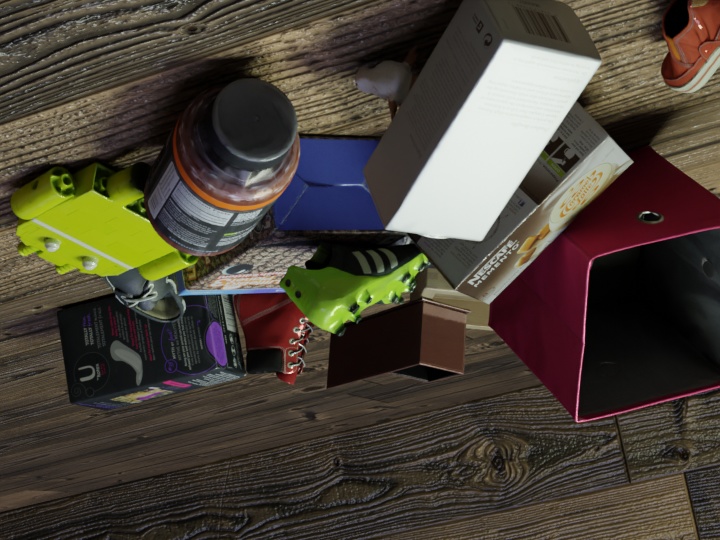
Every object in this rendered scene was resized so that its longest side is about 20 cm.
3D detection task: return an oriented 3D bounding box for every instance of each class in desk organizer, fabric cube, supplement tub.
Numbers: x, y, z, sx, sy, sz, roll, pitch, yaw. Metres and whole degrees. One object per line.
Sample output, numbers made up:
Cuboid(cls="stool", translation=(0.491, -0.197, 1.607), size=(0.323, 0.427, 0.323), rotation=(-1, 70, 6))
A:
Cuboid(cls="desk organizer", translation=(0.041, 0.095, 1.806), size=(0.071, 0.078, 0.200), rotation=(15, 160, -31))
Cuboid(cls="fabric cube", translation=(0.267, 0.007, 1.588), size=(0.195, 0.201, 0.199), rotation=(-11, -148, -19))
Cuboid(cls="supplement tub", translation=(-0.113, -0.089, 1.272), size=(0.106, 0.108, 0.200), rotation=(-5, 164, -22))

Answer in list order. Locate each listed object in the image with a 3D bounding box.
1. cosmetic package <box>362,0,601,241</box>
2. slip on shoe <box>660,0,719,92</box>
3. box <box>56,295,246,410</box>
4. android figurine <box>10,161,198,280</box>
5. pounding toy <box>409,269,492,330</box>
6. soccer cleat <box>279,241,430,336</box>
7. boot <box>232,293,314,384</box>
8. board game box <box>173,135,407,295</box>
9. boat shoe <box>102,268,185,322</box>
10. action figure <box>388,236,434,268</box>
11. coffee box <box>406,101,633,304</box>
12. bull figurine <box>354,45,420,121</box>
Cuboid(cls="cosmetic package", translation=(0.092, -0.120, 1.196), size=(0.101, 0.074, 0.200), rotation=(7, 134, -32))
Cuboid(cls="slip on shoe", translation=(0.276, -0.199, 1.242), size=(0.061, 0.074, 0.200), rotation=(24, 173, 2))
Cuboid(cls="box", translation=(-0.258, 0.092, 1.879), size=(0.199, 0.123, 0.106), rotation=(-13, 167, 13))
Cuboid(cls="android figurine", translation=(-0.243, -0.042, 1.430), size=(0.199, 0.041, 0.182), rotation=(-21, 143, 37))
Cuboid(cls="pounding toy", translation=(0.161, -0.023, 1.772), size=(0.183, 0.143, 0.200), rotation=(5, 163, -3))
Cuboid(cls="soccer cleat", translation=(0.000, 0.000, 1.415), size=(0.068, 0.081, 0.200), rotation=(-57, 164, 28))
Cuboid(cls="boot", translation=(-0.058, 0.059, 1.859), size=(0.199, 0.145, 0.072), rotation=(-17, 165, 22))
Cuboid(cls="board game box", translation=(-0.074, -0.051, 1.483), size=(0.159, 0.098, 0.200), rotation=(-2, 164, -34))
Cuboid(cls="boat shoe", translation=(-0.241, 0.016, 1.711), size=(0.075, 0.061, 0.200), rotation=(-14, 167, 13))
Cuboid(cls="action figure", translation=(0.077, -0.053, 1.579), size=(0.101, 0.120, 0.200), rotation=(-4, 179, 16))
Cuboid(cls="coffee box", translation=(0.152, -0.070, 1.439), size=(0.200, 0.080, 0.114), rotation=(-45, 158, 9))
Cuboid(cls="bull figurine", translation=(0.092, -0.149, 1.282), size=(0.198, 0.066, 0.121), rotation=(-7, 170, -8))
